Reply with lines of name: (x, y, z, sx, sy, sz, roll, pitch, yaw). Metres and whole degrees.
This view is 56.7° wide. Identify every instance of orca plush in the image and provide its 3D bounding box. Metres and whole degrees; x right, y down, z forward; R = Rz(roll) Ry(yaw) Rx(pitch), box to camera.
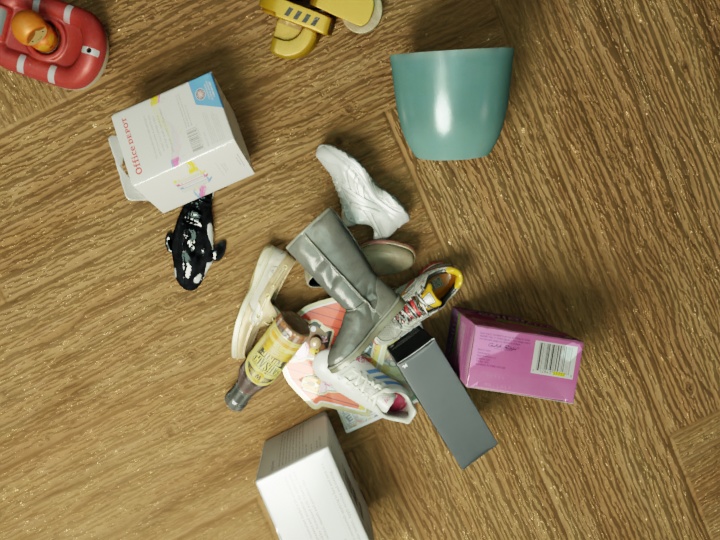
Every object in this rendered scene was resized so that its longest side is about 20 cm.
orca plush: (-0.273, -0.065, 1.123, 0.103, 0.071, 0.204, 27, 93, -5)

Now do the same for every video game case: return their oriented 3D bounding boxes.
video game case: (0.030, 0.164, 1.181, 0.195, 0.023, 0.186, -23, 95, -1)

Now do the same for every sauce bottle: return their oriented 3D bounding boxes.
sauce bottle: (-0.161, 0.158, 1.123, 0.065, 0.066, 0.202, 35, 112, -4)

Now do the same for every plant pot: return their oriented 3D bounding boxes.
plant pot: (0.146, -0.267, 1.073, 0.194, 0.201, 0.166, -3, 107, -2)

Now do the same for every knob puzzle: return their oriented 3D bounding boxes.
knob puzzle: (-0.056, 0.143, 1.148, 0.212, 0.030, 0.227, 0, 95, -3)

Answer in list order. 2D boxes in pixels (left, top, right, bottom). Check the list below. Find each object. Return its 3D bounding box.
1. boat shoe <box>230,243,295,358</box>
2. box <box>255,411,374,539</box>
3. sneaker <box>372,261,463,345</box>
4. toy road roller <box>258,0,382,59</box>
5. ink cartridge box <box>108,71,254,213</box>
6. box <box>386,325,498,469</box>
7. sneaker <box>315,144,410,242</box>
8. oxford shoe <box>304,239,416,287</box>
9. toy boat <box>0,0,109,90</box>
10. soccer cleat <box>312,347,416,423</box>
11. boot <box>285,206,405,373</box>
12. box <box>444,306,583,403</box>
boat shoe: (-0.164, 0.061, 1.137, 0.067, 0.074, 0.205, 19, 93, 2)
box: (-0.073, 0.374, 1.104, 0.128, 0.200, 0.204, -24, 96, -2)
sneaker: (0.091, 0.050, 1.123, 0.199, 0.082, 0.079, -40, 100, -13)
toy road roller: (-0.069, -0.407, 1.086, 0.195, 0.123, 0.149, 19, 108, -4)
ink cartridge box: (-0.291, -0.196, 1.069, 0.195, 0.125, 0.131, -22, 74, 0)
box: (0.132, 0.205, 1.109, 0.078, 0.141, 0.203, -32, 96, 0)
sneaker: (-0.012, -0.125, 1.130, 0.200, 0.078, 0.100, 43, 95, -4)
oxford shoe: (0.000, 0.000, 1.130, 0.194, 0.076, 0.072, -8, 129, 4)
toy boat: (-0.504, -0.372, 1.057, 0.195, 0.131, 0.134, 17, 94, -4)
soccer cleat: (0.013, 0.190, 1.104, 0.197, 0.086, 0.071, 30, 92, -20)
boot: (-0.046, 0.032, 1.056, 0.200, 0.072, 0.182, 46, 77, -10)
box: (0.244, 0.133, 1.099, 0.170, 0.200, 0.100, 9, 94, -3)
